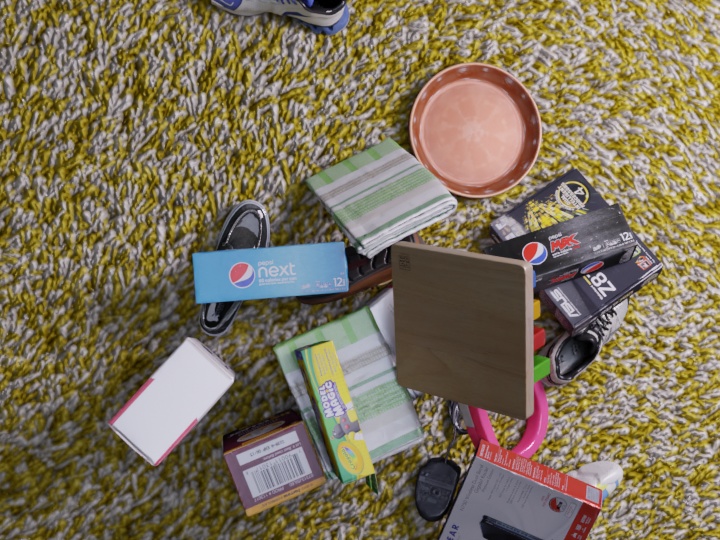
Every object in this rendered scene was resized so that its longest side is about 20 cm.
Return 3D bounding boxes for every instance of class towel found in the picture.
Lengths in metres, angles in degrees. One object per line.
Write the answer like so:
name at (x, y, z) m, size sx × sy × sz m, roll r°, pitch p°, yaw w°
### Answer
towel at (-0.015, 0.165, 1.339) m, size 0.149 × 0.031 × 0.200 m, roll -23°, pitch 90°, yaw -10°
towel at (0.026, -0.103, 1.361) m, size 0.149 × 0.200 × 0.031 m, roll -26°, pitch 129°, yaw -10°

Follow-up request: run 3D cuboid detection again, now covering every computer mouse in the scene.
computer mouse at (0.127, 0.265, 1.438) m, size 0.059 × 0.034 × 0.200 m, roll 17°, pitch 80°, yaw 15°

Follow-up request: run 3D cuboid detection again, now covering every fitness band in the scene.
fitness band at (0.205, 0.184, 1.405) m, size 0.144 × 0.037 × 0.200 m, roll -35°, pitch 114°, yaw -35°

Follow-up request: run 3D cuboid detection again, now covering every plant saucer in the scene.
plant saucer at (0.167, -0.205, 1.460) m, size 0.200 × 0.032 × 0.200 m, roll 0°, pitch 87°, yaw -9°

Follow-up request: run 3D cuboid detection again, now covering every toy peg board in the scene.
toy peg board at (0.150, 0.062, 1.271) m, size 0.098 × 0.200 × 0.199 m, roll -23°, pitch 116°, yaw -47°

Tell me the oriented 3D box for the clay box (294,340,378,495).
clay box at (-0.031, 0.190, 1.262) m, size 0.048 × 0.115 × 0.200 m, roll -17°, pitch 88°, yaw -8°

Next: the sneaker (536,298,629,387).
sneaker at (0.338, 0.093, 1.446) m, size 0.076 × 0.088 × 0.200 m, roll 39°, pitch 81°, yaw -4°

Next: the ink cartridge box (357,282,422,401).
ink cartridge box at (0.037, 0.116, 1.400) m, size 0.200 × 0.085 × 0.146 m, roll -38°, pitch 94°, yaw -9°

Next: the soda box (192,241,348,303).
soda box at (-0.118, 0.002, 1.314) m, size 0.200 × 0.064 × 0.068 m, roll -5°, pitch 91°, yaw -3°

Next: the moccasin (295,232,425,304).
moccasin at (-0.001, -0.001, 1.391) m, size 0.201 × 0.078 × 0.074 m, roll -27°, pitch 63°, yaw 13°

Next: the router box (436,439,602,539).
router box at (0.212, 0.356, 1.370) m, size 0.179 × 0.049 × 0.200 m, roll 21°, pitch 115°, yaw 7°

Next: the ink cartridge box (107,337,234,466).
ink cartridge box at (-0.240, 0.166, 1.298) m, size 0.084 × 0.200 × 0.145 m, roll 43°, pitch 82°, yaw -2°

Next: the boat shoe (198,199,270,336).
boat shoe at (-0.172, -0.003, 1.379) m, size 0.072 × 0.071 × 0.200 m, roll 16°, pitch 85°, yaw -8°

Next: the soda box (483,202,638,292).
soda box at (0.274, -0.023, 1.371) m, size 0.200 × 0.063 × 0.071 m, roll -18°, pitch 67°, yaw -2°

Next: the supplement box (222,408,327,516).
supplement box at (-0.118, 0.248, 1.312) m, size 0.110 × 0.200 × 0.086 m, roll -21°, pitch 90°, yaw -9°

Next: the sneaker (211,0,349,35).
sneaker at (-0.104, -0.396, 1.384) m, size 0.199 × 0.115 × 0.081 m, roll 12°, pitch 85°, yaw -8°

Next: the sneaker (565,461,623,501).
sneaker at (0.309, 0.364, 1.442) m, size 0.200 × 0.076 × 0.105 m, roll -33°, pitch 103°, yaw 4°

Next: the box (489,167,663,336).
box at (0.308, -0.029, 1.431) m, size 0.161 × 0.049 × 0.200 m, roll -33°, pitch 69°, yaw -6°
